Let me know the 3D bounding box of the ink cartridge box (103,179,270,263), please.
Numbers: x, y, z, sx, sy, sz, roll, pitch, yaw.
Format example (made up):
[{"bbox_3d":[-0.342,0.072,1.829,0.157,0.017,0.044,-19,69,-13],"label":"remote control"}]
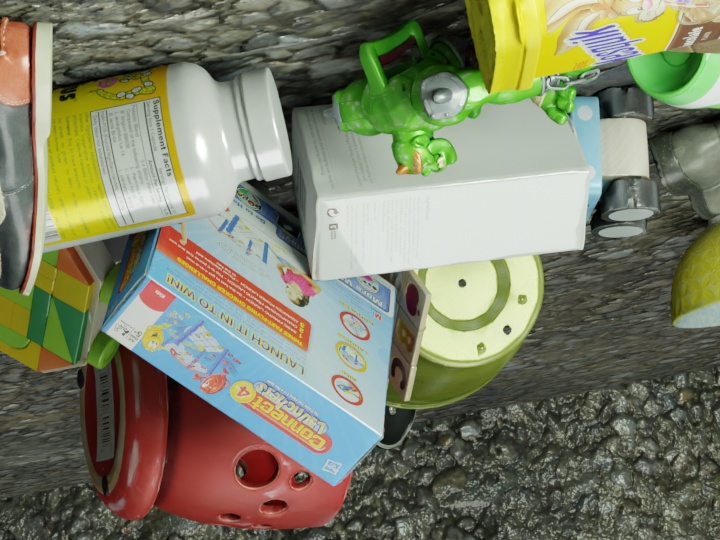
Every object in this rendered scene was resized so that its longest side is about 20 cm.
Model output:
[{"bbox_3d":[-0.155,-0.031,1.778,0.146,0.083,0.200,-13,168,10],"label":"ink cartridge box"}]

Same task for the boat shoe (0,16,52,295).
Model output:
[{"bbox_3d":[-0.220,-0.068,1.385,0.062,0.071,0.201,0,132,-9],"label":"boat shoe"}]

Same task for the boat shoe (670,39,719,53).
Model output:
[{"bbox_3d":[0.239,-0.180,1.463,0.199,0.065,0.072,6,163,10],"label":"boat shoe"}]

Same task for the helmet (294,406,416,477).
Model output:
[{"bbox_3d":[-0.050,0.094,2.238,0.199,0.191,0.200,-28,-158,12],"label":"helmet"}]

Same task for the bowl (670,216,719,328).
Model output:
[{"bbox_3d":[0.408,-0.016,2.346,0.199,0.108,0.200,-10,169,-2],"label":"bowl"}]

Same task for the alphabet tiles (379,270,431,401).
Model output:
[{"bbox_3d":[0.000,0.000,1.737,0.006,0.200,0.167,-8,130,-26],"label":"alphabet tiles"}]

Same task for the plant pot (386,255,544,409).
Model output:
[{"bbox_3d":[0.062,0.012,1.820,0.199,0.201,0.193,-9,179,-10],"label":"plant pot"}]

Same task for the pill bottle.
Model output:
[{"bbox_3d":[-0.149,-0.077,1.495,0.199,0.105,0.104,-12,169,4],"label":"pill bottle"}]

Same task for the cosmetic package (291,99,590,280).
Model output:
[{"bbox_3d":[0.055,-0.066,1.626,0.199,0.113,0.081,-4,131,-8],"label":"cosmetic package"}]

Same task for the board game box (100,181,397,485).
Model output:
[{"bbox_3d":[-0.072,0.026,1.580,0.056,0.200,0.196,-47,-163,26],"label":"board game box"}]

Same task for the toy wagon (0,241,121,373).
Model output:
[{"bbox_3d":[-0.240,-0.013,1.646,0.040,0.155,0.200,-52,165,-43],"label":"toy wagon"}]

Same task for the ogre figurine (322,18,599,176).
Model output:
[{"bbox_3d":[0.057,-0.122,1.514,0.119,0.099,0.200,-18,-153,-31],"label":"ogre figurine"}]

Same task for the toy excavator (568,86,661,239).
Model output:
[{"bbox_3d":[0.134,-0.089,1.777,0.199,0.100,0.195,-2,167,-1],"label":"toy excavator"}]

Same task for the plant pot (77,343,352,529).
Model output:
[{"bbox_3d":[-0.114,0.103,1.764,0.182,0.201,0.200,0,166,-23],"label":"plant pot"}]

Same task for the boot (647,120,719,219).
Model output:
[{"bbox_3d":[0.338,-0.102,1.971,0.130,0.068,0.200,-21,168,20],"label":"boot"}]

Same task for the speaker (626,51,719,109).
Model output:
[{"bbox_3d":[0.275,-0.151,1.588,0.199,0.089,0.088,0,165,-44],"label":"speaker"}]

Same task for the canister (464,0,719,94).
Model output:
[{"bbox_3d":[0.166,-0.176,1.357,0.199,0.087,0.149,-12,170,-1],"label":"canister"}]
